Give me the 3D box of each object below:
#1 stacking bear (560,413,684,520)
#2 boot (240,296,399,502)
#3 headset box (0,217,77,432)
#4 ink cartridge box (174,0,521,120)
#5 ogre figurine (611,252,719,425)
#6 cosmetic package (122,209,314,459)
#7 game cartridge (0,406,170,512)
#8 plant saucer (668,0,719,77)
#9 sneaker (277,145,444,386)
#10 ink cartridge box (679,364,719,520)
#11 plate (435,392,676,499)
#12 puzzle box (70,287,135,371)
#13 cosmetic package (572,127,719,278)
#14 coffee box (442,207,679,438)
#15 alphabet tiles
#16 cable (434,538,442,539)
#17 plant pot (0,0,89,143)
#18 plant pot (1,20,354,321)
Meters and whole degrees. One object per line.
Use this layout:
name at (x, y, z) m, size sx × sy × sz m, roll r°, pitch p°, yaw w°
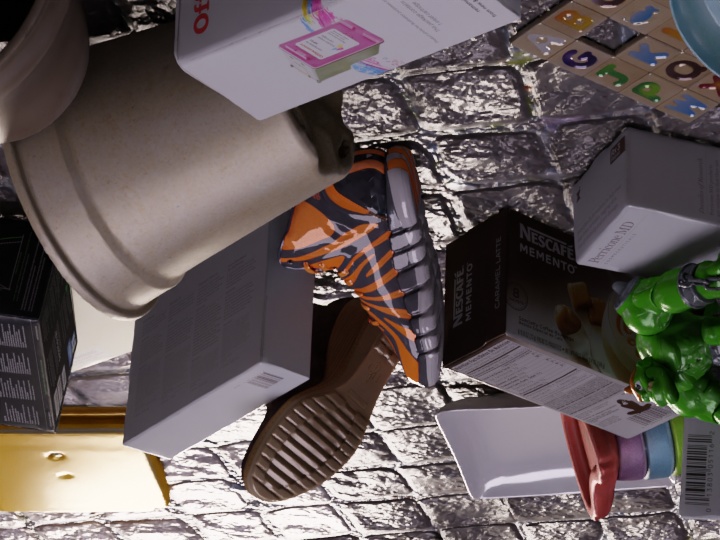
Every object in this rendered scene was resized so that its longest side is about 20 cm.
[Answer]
stacking bear at (0.279, 0.120, 1.973) m, size 0.199 × 0.114 × 0.122 m, roll -14°, pitch 150°, yaw -6°
boot at (-0.057, 0.100, 1.845) m, size 0.166 × 0.200 × 0.072 m, roll 3°, pitch 137°, yaw 55°
headset box at (-0.336, 0.036, 1.851) m, size 0.199 × 0.093 × 0.174 m, roll 7°, pitch 146°, yaw 3°
ink cartridge box at (-0.009, -0.194, 1.380) m, size 0.199 × 0.145 × 0.085 m, roll -17°, pitch 148°, yaw 32°
ogre figurine at (0.264, 0.064, 1.743) m, size 0.120 × 0.098 × 0.200 m, roll 5°, pitch 158°, yaw 41°
cosmetic package at (-0.111, 0.045, 1.826) m, size 0.052 × 0.151 × 0.200 m, roll 19°, pitch 148°, yaw -32°
game cartridge at (-0.282, 0.183, 2.227) m, size 0.175 × 0.033 × 0.200 m, roll 0°, pitch 154°, yaw 4°
plant saucer at (0.294, -0.184, 1.459) m, size 0.199 × 0.027 × 0.201 m, roll 6°, pitch 138°, yaw 6°
sneaker at (0.000, 0.000, 1.756) m, size 0.112 × 0.078 × 0.201 m, roll -8°, pitch 114°, yaw 10°
ink cartridge box at (0.325, 0.125, 1.897) m, size 0.047 × 0.161 × 0.200 m, roll -1°, pitch 173°, yaw 33°
plate at (0.182, 0.154, 2.133) m, size 0.199 × 0.032 × 0.200 m, roll -4°, pitch 151°, yaw 12°
puzzle box at (-0.276, 0.047, 1.973) m, size 0.199 × 0.026 × 0.133 m, roll -19°, pitch 146°, yaw 34°
cosmetic package at (0.268, -0.036, 1.732) m, size 0.199 × 0.074 × 0.102 m, roll 9°, pitch 152°, yaw -15°
coffee box at (0.166, 0.044, 1.846) m, size 0.199 × 0.115 × 0.080 m, roll 23°, pitch 146°, yaw -31°
alphabet tiles at (0.226, -0.168, 1.558) m, size 0.167 × 0.008 × 0.200 m, roll 20°, pitch 147°, yaw -30°
cable at (0.084, 0.322, 2.468) m, size 0.097 × 0.051 × 0.200 m, roll -21°, pitch 160°, yaw 7°
plant pot at (-0.251, -0.159, 1.432) m, size 0.199 × 0.201 × 0.174 m, roll -4°, pitch 162°, yaw 12°
plant pot at (-0.112, -0.092, 1.559) m, size 0.183 × 0.201 × 0.200 m, roll -22°, pitch 145°, yaw 18°
